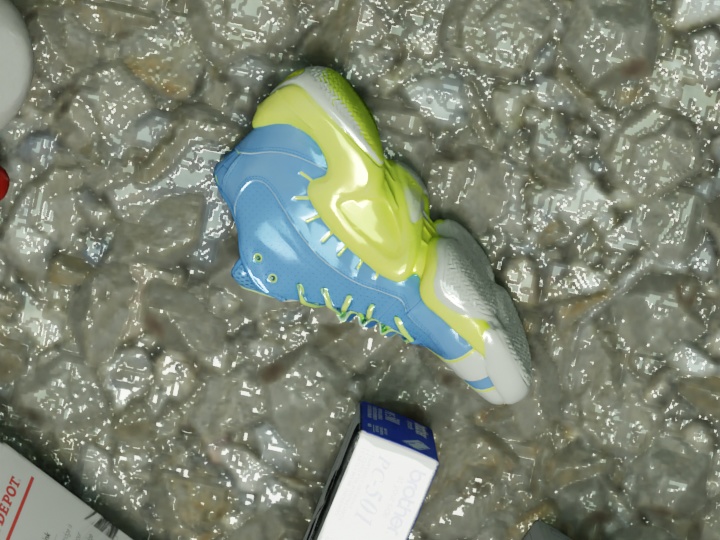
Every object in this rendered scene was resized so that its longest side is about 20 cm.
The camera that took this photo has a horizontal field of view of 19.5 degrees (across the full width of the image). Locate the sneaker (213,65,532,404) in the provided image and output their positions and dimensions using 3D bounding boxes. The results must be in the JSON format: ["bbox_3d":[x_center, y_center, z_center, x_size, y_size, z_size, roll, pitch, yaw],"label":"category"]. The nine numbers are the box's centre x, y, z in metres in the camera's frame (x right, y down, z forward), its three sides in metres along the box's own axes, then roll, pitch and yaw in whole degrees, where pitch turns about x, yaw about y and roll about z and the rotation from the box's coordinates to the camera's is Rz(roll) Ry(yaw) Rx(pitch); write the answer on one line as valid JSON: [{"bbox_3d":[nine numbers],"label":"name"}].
[{"bbox_3d":[0.000,0.000,1.066,0.105,0.076,0.201,-35,87,15],"label":"sneaker"}]

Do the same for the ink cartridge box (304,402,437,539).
[{"bbox_3d":[-0.018,0.172,1.056,0.044,0.094,0.201,22,95,-2],"label":"ink cartridge box"}]

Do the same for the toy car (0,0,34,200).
[{"bbox_3d":[-0.244,-0.056,1.018,0.200,0.174,0.150,-54,138,-23],"label":"toy car"}]

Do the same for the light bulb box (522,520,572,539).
[{"bbox_3d":[0.092,0.254,1.018,0.124,0.200,0.199,32,94,-3],"label":"light bulb box"}]

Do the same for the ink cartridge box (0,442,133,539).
[{"bbox_3d":[-0.163,0.168,1.029,0.200,0.116,0.067,40,118,-15],"label":"ink cartridge box"}]
